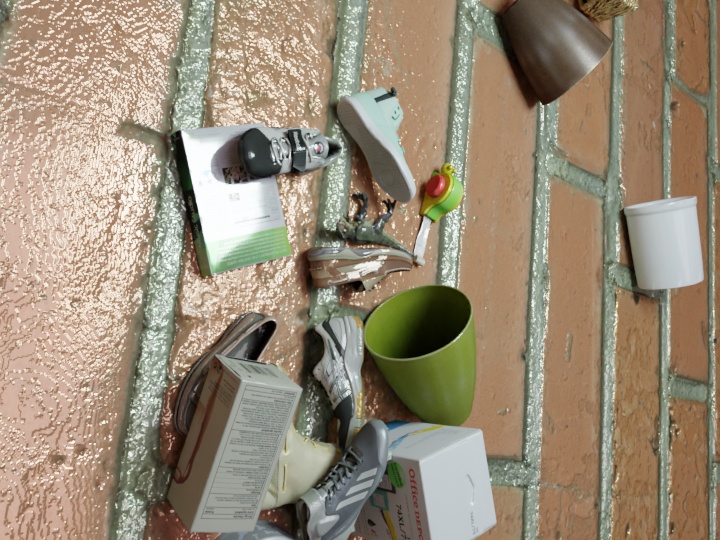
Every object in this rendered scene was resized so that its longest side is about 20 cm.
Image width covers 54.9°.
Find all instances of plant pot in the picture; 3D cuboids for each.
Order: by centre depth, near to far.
[{"bbox_3d":[0.119,0.162,1.156,0.187,0.184,0.204,-44,127,-34],"label":"plant pot"},{"bbox_3d":[0.395,-0.492,1.465,0.200,0.186,0.188,45,58,-10],"label":"plant pot"}]

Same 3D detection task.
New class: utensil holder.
[{"bbox_3d":[0.753,-0.068,1.713,0.167,0.168,0.206,-13,95,-40],"label":"utensil holder"}]

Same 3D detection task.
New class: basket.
[{"bbox_3d":[0.571,-0.718,1.642,0.147,0.141,0.206,11,84,-41],"label":"basket"}]

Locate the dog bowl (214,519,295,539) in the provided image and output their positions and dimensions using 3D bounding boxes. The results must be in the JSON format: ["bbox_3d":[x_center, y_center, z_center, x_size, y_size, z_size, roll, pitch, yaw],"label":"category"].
[{"bbox_3d":[-0.141,0.457,0.960,0.196,0.058,0.206,5,82,-39],"label":"dog bowl"}]

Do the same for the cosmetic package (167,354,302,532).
[{"bbox_3d":[-0.165,0.225,0.902,0.102,0.087,0.205,18,94,-41],"label":"cosmetic package"}]

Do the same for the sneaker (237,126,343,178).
[{"bbox_3d":[-0.096,-0.180,1.014,0.199,0.087,0.076,-20,99,-57],"label":"sneaker"}]

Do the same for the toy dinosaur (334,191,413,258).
[{"bbox_3d":[0.022,-0.081,1.172,0.197,0.047,0.091,12,80,-44],"label":"toy dinosaur"}]

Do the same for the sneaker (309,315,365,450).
[{"bbox_3d":[-0.036,0.174,1.073,0.085,0.076,0.206,-1,80,2],"label":"sneaker"}]

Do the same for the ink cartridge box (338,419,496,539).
[{"bbox_3d":[0.084,0.330,1.074,0.144,0.198,0.151,-10,91,-40],"label":"ink cartridge box"}]

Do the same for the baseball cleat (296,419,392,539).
[{"bbox_3d":[-0.027,0.305,0.982,0.105,0.069,0.205,19,93,-41],"label":"baseball cleat"}]

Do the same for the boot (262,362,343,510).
[{"bbox_3d":[-0.094,0.244,1.014,0.153,0.072,0.206,12,79,-38],"label":"boot"}]

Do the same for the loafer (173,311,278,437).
[{"bbox_3d":[-0.183,0.138,0.956,0.072,0.062,0.202,47,58,-25],"label":"loafer"}]

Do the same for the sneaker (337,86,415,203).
[{"bbox_3d":[0.057,-0.222,1.177,0.117,0.073,0.203,-34,93,-38],"label":"sneaker"}]

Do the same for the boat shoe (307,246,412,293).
[{"bbox_3d":[0.000,0.000,1.127,0.196,0.075,0.074,0,88,-31],"label":"boat shoe"}]

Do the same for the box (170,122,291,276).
[{"bbox_3d":[-0.184,-0.106,1.002,0.142,0.036,0.206,-14,93,-40],"label":"box"}]

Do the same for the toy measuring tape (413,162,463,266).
[{"bbox_3d":[0.145,-0.107,1.259,0.073,0.073,0.205,29,67,-34],"label":"toy measuring tape"}]
